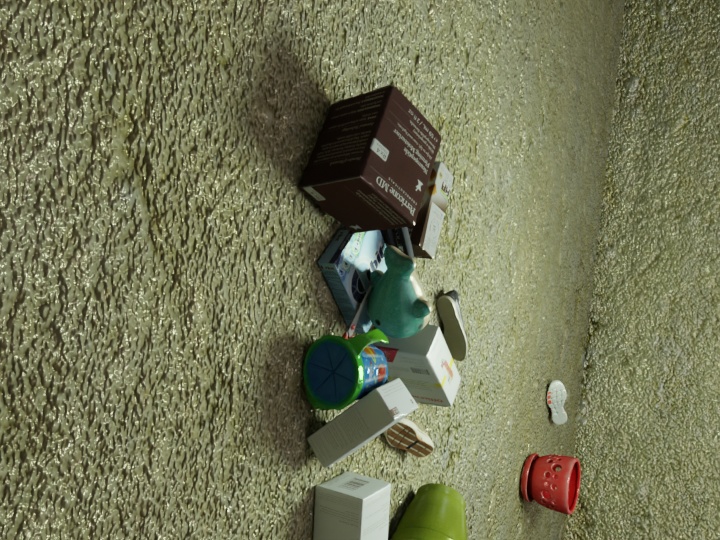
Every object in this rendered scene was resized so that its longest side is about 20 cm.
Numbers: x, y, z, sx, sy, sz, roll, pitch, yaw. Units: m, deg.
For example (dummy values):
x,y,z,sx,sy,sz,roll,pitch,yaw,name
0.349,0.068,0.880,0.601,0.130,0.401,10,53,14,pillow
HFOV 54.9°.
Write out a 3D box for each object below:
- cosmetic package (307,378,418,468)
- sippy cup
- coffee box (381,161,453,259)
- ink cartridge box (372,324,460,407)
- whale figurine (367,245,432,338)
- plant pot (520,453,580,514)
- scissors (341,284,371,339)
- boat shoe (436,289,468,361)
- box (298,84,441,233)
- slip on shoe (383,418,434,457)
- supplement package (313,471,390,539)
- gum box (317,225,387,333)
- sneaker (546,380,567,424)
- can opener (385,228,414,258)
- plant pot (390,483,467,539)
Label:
x,y,z,sx,sy,sz,roll,pitch,yaw,name
0.003,0.292,1.326,0.074,0.200,0.101,56,27,15,cosmetic package
-0.019,0.191,1.322,0.130,0.177,0.141,7,74,-53,sippy cup
0.121,-0.135,1.532,0.080,0.114,0.201,38,62,-54,coffee box
0.125,0.208,1.548,0.084,0.144,0.201,-62,142,-34,ink cartridge box
0.067,0.050,1.362,0.104,0.159,0.201,-35,142,-28,whale figurine
0.695,0.768,2.532,0.200,0.181,0.202,-13,106,-56,plant pot
-0.025,0.123,1.376,0.073,0.014,0.201,4,107,-42,scissors
0.255,0.145,1.832,0.063,0.072,0.201,-40,123,-45,boat shoe
0.022,-0.201,1.285,0.166,0.164,0.201,36,62,-39,box
0.111,0.384,1.652,0.200,0.076,0.061,40,21,-44,slip on shoe
-0.019,0.531,1.402,0.117,0.117,0.202,-1,95,-59,supplement package
0.000,0.000,1.422,0.170,0.044,0.201,-58,140,-36,gum box
0.774,0.512,2.752,0.082,0.076,0.201,-81,163,-65,sneaker
0.072,-0.097,1.450,0.078,0.063,0.201,1,66,-55,can opener
0.179,0.638,1.694,0.193,0.199,0.201,-64,144,-50,plant pot
